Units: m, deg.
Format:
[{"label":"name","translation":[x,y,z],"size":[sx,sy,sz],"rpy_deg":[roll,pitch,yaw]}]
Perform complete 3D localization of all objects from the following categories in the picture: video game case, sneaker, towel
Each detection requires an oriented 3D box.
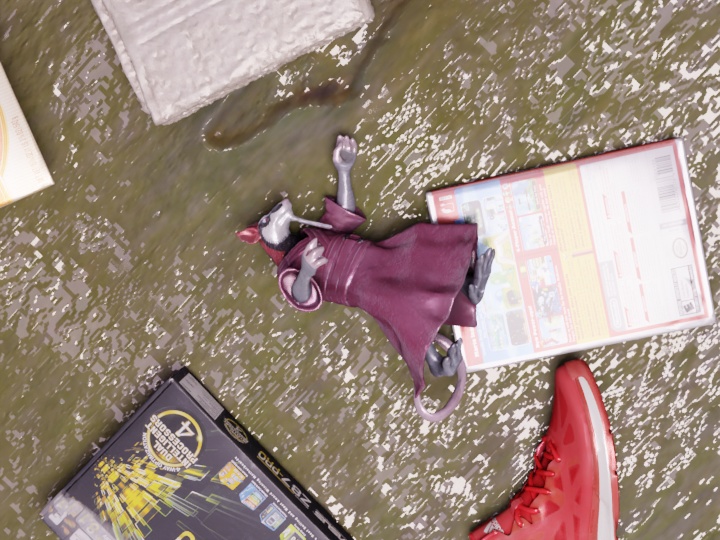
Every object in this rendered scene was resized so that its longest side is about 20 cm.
[{"label":"video game case","translation":[0.160,-0.011,0.924],"size":[0.197,0.017,0.145],"rpy_deg":[-12,95,6]},{"label":"sneaker","translation":[0.136,0.172,0.918],"size":[0.114,0.078,0.203],"rpy_deg":[-7,95,4]},{"label":"towel","translation":[-0.100,-0.208,0.917],"size":[0.198,0.034,0.134],"rpy_deg":[-24,95,6]}]

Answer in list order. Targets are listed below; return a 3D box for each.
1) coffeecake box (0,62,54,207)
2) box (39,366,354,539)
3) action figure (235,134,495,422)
[{"label":"coffeecake box","translation":[-0.351,-0.095,0.886],"size":[0.198,0.073,0.155],"rpy_deg":[-26,102,-17]},{"label":"box","translation":[-0.129,0.204,0.957],"size":[0.161,0.049,0.200],"rpy_deg":[-44,92,11]},{"label":"action figure","translation":[0.000,0.000,0.912],"size":[0.198,0.134,0.150],"rpy_deg":[17,138,21]}]
